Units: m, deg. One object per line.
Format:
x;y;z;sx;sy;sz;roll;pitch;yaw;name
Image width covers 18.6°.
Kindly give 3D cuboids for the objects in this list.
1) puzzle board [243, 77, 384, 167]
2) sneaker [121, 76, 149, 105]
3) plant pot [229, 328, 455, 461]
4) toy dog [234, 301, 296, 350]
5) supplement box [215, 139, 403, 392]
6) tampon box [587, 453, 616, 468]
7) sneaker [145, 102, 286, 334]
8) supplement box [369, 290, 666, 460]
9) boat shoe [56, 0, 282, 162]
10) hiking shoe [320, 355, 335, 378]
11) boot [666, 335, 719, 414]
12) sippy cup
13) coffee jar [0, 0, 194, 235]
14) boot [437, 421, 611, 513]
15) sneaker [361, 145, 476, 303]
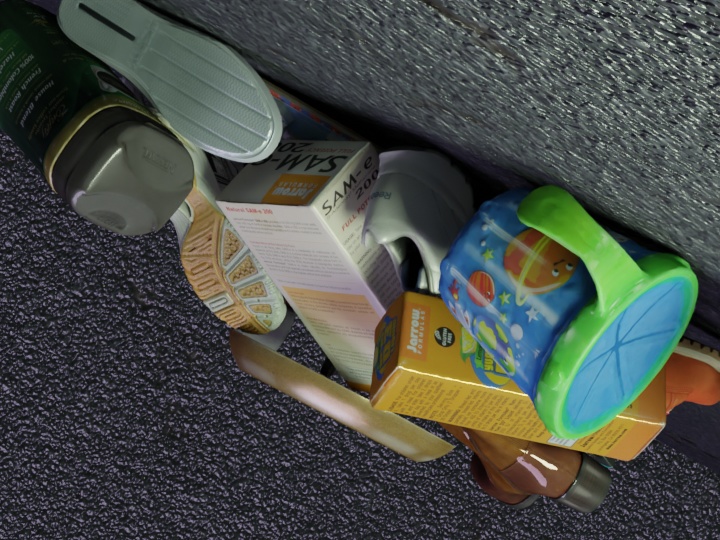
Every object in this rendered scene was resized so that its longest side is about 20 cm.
-0.024;-0.065;1.664;0.200;0.017;0.151;31;153;22;puzzle board
-0.097;-0.122;1.770;0.200;0.075;0.082;23;163;-6;sneaker
-0.020;0.103;1.731;0.200;0.027;0.200;28;177;2;plant pot
-0.044;-0.024;1.918;0.132;0.200;0.096;59;180;-29;toy dog
0.000;0.000;1.625;0.126;0.074;0.200;6;137;52;supplement box
0.174;0.076;1.878;0.150;0.126;0.200;27;176;12;tampon box
-0.106;-0.048;1.690;0.076;0.088;0.200;-21;107;33;sneaker
0.110;0.075;1.535;0.200;0.067;0.069;11;149;-11;supplement box
-0.130;-0.148;1.592;0.200;0.072;0.062;39;-170;17;boat shoe
0.033;0.020;1.854;0.076;0.101;0.200;39;-140;25;hiking shoe
0.208;0.090;1.669;0.200;0.107;0.075;18;179;-45;boot
0.125;0.018;1.418;0.130;0.178;0.140;39;-148;27;sippy cup
-0.207;-0.110;1.599;0.104;0.085;0.200;29;-167;-51;coffee jar
0.084;0.134;1.830;0.200;0.069;0.188;31;176;-22;boot
0.069;0.000;1.558;0.200;0.087;0.074;41;151;-25;sneaker
